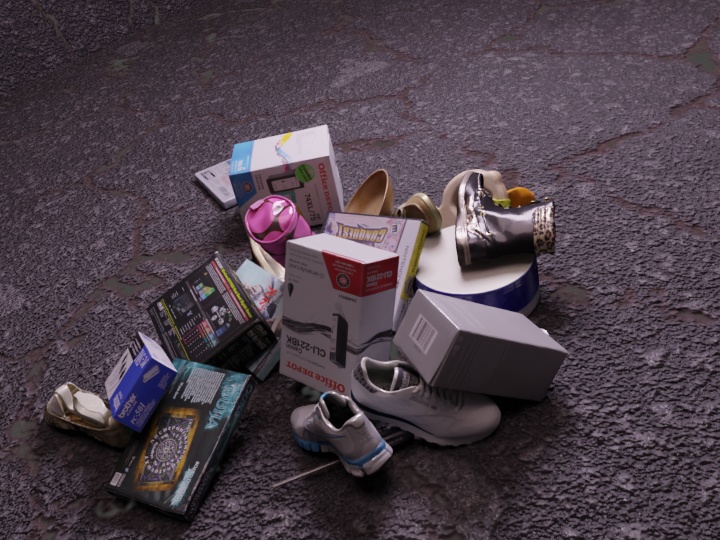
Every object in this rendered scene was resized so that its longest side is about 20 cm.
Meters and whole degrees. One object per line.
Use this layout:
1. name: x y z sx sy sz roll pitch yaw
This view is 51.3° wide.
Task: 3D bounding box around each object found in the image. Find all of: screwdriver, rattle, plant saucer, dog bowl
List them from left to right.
1. screwdriver: -0.022 0.244 0.959 0.198 0.029 0.028 -24 34 -5
2. plant saucer: 0.006 -0.081 1.319 0.035 0.201 0.201 27 28 -19
3. rattle: 0.194 -0.114 1.363 0.199 0.131 0.143 -23 11 37
4. dog bowl: 0.179 0.008 1.176 0.197 0.080 0.201 -9 33 6

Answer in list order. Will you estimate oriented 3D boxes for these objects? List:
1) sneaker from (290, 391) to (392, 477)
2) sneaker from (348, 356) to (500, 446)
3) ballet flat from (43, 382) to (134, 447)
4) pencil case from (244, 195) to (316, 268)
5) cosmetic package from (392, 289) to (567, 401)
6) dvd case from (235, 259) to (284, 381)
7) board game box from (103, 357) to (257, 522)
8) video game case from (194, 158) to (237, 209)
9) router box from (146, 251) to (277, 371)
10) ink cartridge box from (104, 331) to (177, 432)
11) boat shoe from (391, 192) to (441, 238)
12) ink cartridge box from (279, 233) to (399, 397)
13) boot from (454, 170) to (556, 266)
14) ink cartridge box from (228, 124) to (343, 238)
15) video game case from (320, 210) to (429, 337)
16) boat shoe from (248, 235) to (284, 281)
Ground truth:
1. sneaker: -0.036 0.187 0.953 0.075 0.087 0.199 -34 20 -28
2. sneaker: 0.083 0.161 0.945 0.197 0.081 0.077 11 46 0
3. ballet flat: -0.403 0.201 1.096 0.198 0.076 0.068 10 49 31
4. pencil case: -0.106 -0.042 1.130 0.090 0.200 0.094 -33 64 0
5. cosmetic package: 0.155 0.098 0.962 0.198 0.091 0.107 17 17 -33
6. dvd case: -0.170 0.073 1.203 0.199 0.022 0.147 29 77 43
7. board game box: -0.238 0.219 1.002 0.134 0.028 0.201 9 57 25
8. video game case: -0.264 -0.216 1.708 0.181 0.022 0.200 -26 35 -19
9. router box: -0.236 0.082 1.174 0.149 0.062 0.200 -38 44 -3
10. ink cartridge box: -0.316 0.153 1.069 0.095 0.044 0.200 -59 21 -8
11. boat shoe: 0.077 -0.070 1.266 0.063 0.074 0.201 -37 2 -20
12. ink cartridge box: -0.033 0.065 1.043 0.143 0.203 0.083 16 20 36
13. boot: 0.225 -0.087 1.161 0.149 0.074 0.201 -3 39 16
14. ink cartridge box: -0.143 -0.178 1.498 0.197 0.148 0.147 -11 33 3
15. video game case: 0.000 0.000 1.188 0.198 0.025 0.183 9 78 38
16. boat shoe: -0.150 -0.007 1.324 0.064 0.073 0.201 -16 39 -14
